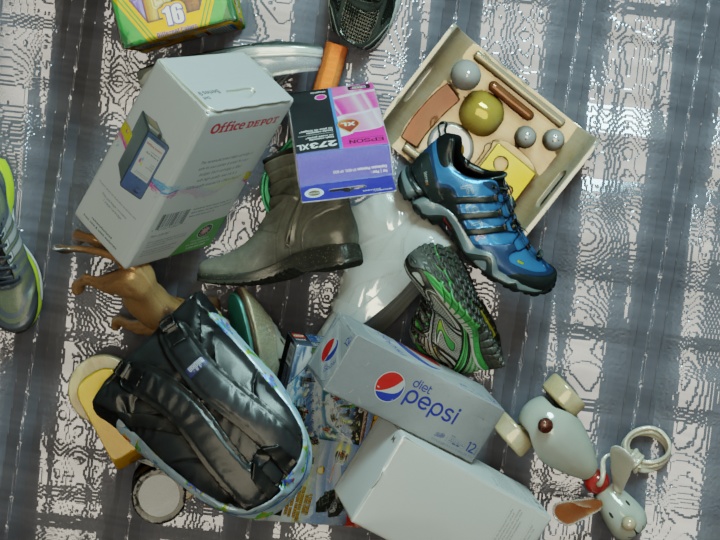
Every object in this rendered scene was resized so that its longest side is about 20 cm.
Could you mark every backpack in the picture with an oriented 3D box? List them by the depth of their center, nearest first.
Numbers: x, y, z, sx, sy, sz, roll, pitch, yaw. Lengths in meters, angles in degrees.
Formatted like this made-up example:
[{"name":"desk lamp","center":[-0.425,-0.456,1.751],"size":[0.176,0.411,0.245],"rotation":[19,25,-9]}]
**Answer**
[{"name":"backpack","center":[-0.136,0.152,1.572],"size":[0.199,0.154,0.163],"rotation":[36,76,24]}]

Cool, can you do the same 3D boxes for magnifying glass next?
[{"name":"magnifying glass","center":[-0.052,-0.144,1.701],"size":[0.079,0.022,0.202],"rotation":[16,97,1]}]

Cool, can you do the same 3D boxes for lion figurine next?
[{"name":"lion figurine","center":[-0.224,0.026,1.654],"size":[0.121,0.200,0.073],"rotation":[12,73,30]}]

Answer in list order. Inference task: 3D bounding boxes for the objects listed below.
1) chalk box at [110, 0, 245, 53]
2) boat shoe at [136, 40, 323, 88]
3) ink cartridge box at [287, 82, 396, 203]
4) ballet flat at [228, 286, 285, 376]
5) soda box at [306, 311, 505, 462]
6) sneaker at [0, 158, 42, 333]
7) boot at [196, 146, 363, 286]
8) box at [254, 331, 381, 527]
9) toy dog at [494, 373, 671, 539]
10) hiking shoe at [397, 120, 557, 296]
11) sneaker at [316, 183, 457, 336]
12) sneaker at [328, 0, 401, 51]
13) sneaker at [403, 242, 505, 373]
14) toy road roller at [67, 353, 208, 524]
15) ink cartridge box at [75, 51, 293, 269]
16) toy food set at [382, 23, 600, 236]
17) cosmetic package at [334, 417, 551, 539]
[{"name":"chalk box","center":[-0.202,-0.337,1.636],"size":[0.122,0.125,0.203],"rotation":[-12,95,3]},{"name":"boat shoe","center":[-0.134,-0.201,1.674],"size":[0.199,0.074,0.066],"rotation":[-10,100,6]},{"name":"ink cartridge box","center":[-0.022,-0.130,1.596],"size":[0.093,0.201,0.037],"rotation":[-7,122,-3]},{"name":"ballet flat","center":[-0.097,0.112,1.710],"size":[0.062,0.067,0.203],"rotation":[-12,99,-24]},{"name":"soda box","center":[0.047,0.119,1.623],"size":[0.199,0.063,0.069],"rotation":[28,100,-27]},{"name":"sneaker","center":[-0.393,-0.029,1.687],"size":[0.073,0.081,0.202],"rotation":[-17,94,3]},{"name":"boot","center":[-0.087,-0.056,1.674],"size":[0.198,0.068,0.132],"rotation":[-11,84,25]},{"name":"box","center":[-0.032,0.170,1.672],"size":[0.135,0.040,0.202],"rotation":[8,107,-22]},{"name":"toy dog","center":[0.233,0.200,1.681],"size":[0.198,0.096,0.133],"rotation":[28,95,-1]},{"name":"hiking shoe","center":[0.132,-0.056,1.632],"size":[0.199,0.074,0.087],"rotation":[40,114,-3]},{"name":"sneaker","center":[0.000,0.000,1.693],"size":[0.200,0.074,0.116],"rotation":[-45,71,16]},{"name":"sneaker","center":[0.014,-0.331,1.649],"size":[0.079,0.086,0.202],"rotation":[13,95,2]},{"name":"sneaker","center":[0.084,0.050,1.641],"size":[0.084,0.079,0.201],"rotation":[-19,137,10]},{"name":"toy road roller","center":[-0.205,0.158,1.681],"size":[0.145,0.123,0.201],"rotation":[-32,94,-7]},{"name":"ink cartridge box","center":[-0.175,-0.113,1.596],"size":[0.088,0.145,0.201],"rotation":[45,121,17]},{"name":"toy food set","center":[0.131,-0.141,1.674],"size":[0.199,0.060,0.144],"rotation":[38,94,-1]},{"name":"cosmetic package","center":[0.086,0.243,1.664],"size":[0.199,0.085,0.108],"rotation":[32,97,-20]}]
